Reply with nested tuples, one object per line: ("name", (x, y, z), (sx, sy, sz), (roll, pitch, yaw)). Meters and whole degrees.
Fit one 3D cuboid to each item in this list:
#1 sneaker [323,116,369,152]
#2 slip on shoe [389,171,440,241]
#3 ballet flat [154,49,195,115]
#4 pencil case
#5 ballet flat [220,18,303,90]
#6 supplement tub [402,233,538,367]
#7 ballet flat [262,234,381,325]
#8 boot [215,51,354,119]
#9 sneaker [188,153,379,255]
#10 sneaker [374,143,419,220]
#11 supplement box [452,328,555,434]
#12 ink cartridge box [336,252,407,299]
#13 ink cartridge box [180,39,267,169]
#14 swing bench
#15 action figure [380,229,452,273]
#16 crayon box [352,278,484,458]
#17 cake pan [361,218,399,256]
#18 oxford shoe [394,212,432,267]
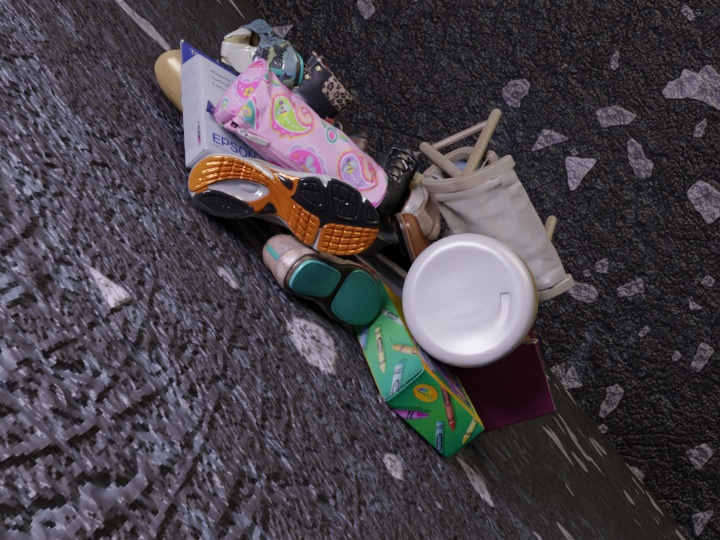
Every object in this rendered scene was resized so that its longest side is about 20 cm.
("sneaker", (-0.062, -0.181, 1.451), (0.200, 0.082, 0.077), (19, -22, 38))
("slip on shoe", (0.082, -0.088, 1.411), (0.060, 0.076, 0.200), (33, 11, -7))
("ballet flat", (-0.161, -0.181, 1.188), (0.200, 0.069, 0.063), (44, 7, -36))
("pencil case", (-0.063, -0.130, 1.056), (0.200, 0.087, 0.088), (39, 13, -28))
("ballet flat", (-0.127, -0.254, 1.169), (0.074, 0.074, 0.200), (46, -3, -28))
("supplement tub", (0.132, 0.033, 1.160), (0.145, 0.145, 0.200), (52, 9, 8))
("ballet flat", (-0.040, 0.004, 1.076), (0.067, 0.068, 0.200), (38, 1, 30))
("boot", (-0.119, -0.273, 1.511), (0.200, 0.150, 0.073), (47, 9, -21))
("sneaker", (-0.076, -0.076, 1.011), (0.199, 0.076, 0.092), (19, 11, -17))
("sneaker", (0.035, -0.127, 1.342), (0.076, 0.091, 0.200), (40, 13, -6))
("supplement box", (0.173, 0.126, 1.338), (0.200, 0.130, 0.104), (-83, 156, -77))
("ink cartridge box", (0.000, 0.000, 1.307), (0.200, 0.050, 0.109), (36, 14, -24))
("ink cartridge box", (-0.113, -0.159, 1.135), (0.196, 0.043, 0.201), (26, 43, -39))
("swing bench", (0.175, -0.076, 1.327), (0.199, 0.129, 0.200), (59, 16, -23))
("action figure", (0.088, -0.004, 1.443), (0.200, 0.119, 0.102), (47, 51, -28))
("crayon box", (0.059, 0.108, 1.153), (0.119, 0.058, 0.200), (45, 10, -30))
("cake pan", (-0.036, -0.090, 1.294), (0.200, 0.037, 0.200), (40, 12, -11))
("oxford shoe", (0.101, -0.006, 1.302), (0.200, 0.071, 0.071), (59, 7, -36))
